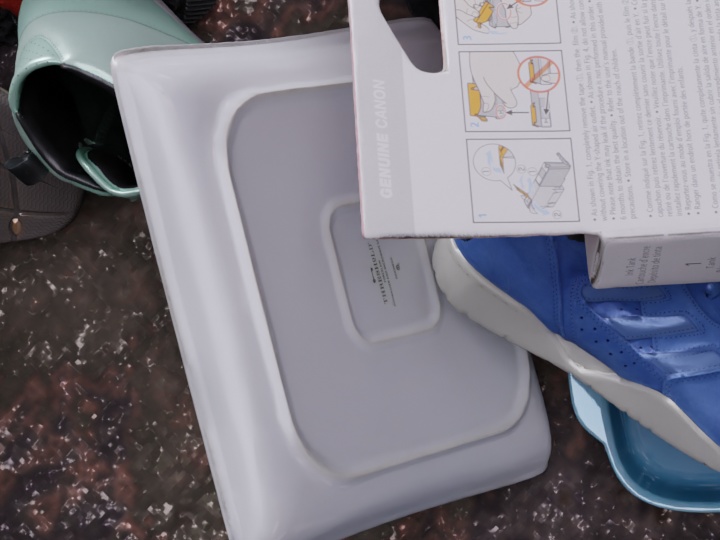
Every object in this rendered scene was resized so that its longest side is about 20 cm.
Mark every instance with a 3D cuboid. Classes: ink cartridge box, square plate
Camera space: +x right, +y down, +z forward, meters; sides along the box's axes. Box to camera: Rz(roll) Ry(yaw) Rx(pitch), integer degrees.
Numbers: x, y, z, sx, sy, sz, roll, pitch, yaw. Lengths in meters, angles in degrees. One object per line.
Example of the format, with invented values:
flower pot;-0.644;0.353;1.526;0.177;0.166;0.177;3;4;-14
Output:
ink cartridge box;0.082;-0.091;1.010;0.175;0.045;0.201;-2;62;-1
square plate;0.000;0.000;1.074;0.028;0.198;0.201;-16;88;41

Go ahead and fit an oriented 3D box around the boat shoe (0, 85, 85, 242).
boat shoe;-0.206;-0.074;1.140;0.199;0.073;0.075;21;112;-5

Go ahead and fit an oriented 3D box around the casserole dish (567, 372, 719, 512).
casserole dish;0.185;0.036;1.132;0.199;0.039;0.122;-6;83;2

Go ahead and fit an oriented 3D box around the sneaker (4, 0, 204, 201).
sneaker;-0.060;-0.036;1.093;0.200;0.118;0.074;35;116;-15

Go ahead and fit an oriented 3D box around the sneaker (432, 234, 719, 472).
sneaker;0.135;0.003;1.053;0.199;0.111;0.077;29;41;2

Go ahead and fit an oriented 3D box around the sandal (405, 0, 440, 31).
sandal;0.066;-0.178;1.111;0.075;0.200;0.045;24;45;2

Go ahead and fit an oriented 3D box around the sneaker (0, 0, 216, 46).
sneaker;-0.158;-0.151;1.165;0.199;0.070;0.094;-2;67;5
